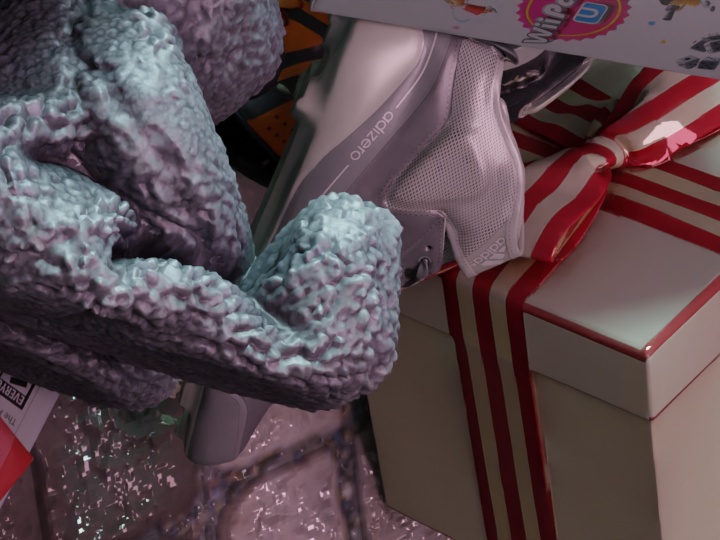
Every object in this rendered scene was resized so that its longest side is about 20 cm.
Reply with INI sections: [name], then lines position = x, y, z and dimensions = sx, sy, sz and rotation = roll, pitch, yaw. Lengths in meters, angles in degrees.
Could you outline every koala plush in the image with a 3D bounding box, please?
[koala plush]
position = -0.083, -0.070, 0.809
dimensions = 0.184, 0.177, 0.200
rotation = 24, 73, -37

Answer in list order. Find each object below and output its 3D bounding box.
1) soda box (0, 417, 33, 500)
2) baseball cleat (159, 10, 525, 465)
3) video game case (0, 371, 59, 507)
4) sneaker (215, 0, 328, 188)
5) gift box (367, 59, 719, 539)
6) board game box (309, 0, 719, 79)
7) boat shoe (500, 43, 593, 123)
[soda box]
position = -0.198, 0.107, 0.771
dimensions = 0.200, 0.063, 0.070
rotation = -54, 130, -27
[baseball cleat]
position = 0.000, 0.000, 0.893
dimensions = 0.070, 0.106, 0.200
rotation = -77, -171, -64
[video game case]
position = -0.202, 0.056, 0.821
dimensions = 0.200, 0.022, 0.182
rotation = 42, 66, -42
[sneaker]
position = -0.034, -0.117, 0.931
dimensions = 0.112, 0.078, 0.200
rotation = -33, 110, -27
[gift box]
position = 0.090, 0.015, 1.009
dimensions = 0.185, 0.200, 0.187
rotation = -44, 140, -37
[board game box]
position = 0.086, -0.154, 0.870
dimensions = 0.200, 0.064, 0.148
rotation = 8, 62, -15
[boat shoe]
position = 0.094, -0.140, 0.952
dimensions = 0.200, 0.076, 0.060
rotation = -45, 154, -19
